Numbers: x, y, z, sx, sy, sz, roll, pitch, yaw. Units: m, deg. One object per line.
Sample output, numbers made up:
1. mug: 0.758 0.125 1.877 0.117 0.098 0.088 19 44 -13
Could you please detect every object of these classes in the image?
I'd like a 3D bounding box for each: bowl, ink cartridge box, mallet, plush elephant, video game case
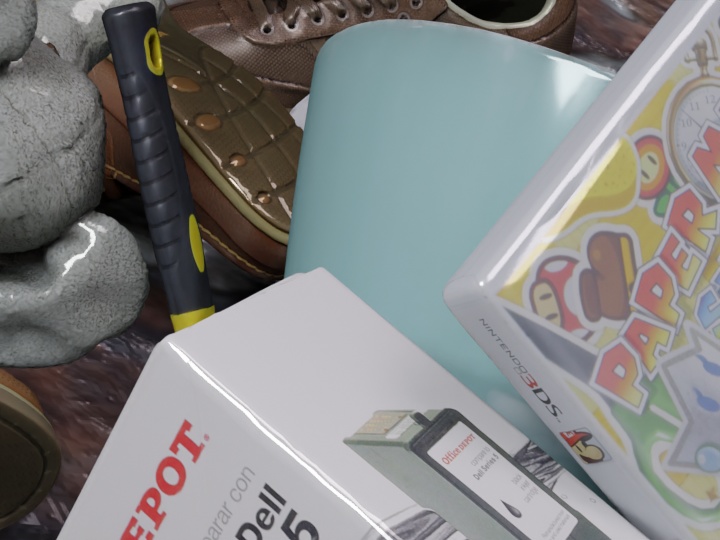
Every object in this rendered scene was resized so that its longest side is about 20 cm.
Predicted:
1. bowl: 0.053 0.021 0.832 0.200 0.106 0.201 26 -16 8
2. ink cartridge box: 0.011 0.120 0.704 0.200 0.146 0.084 39 30 17
3. mallet: -0.054 0.021 0.808 0.066 0.041 0.201 -32 109 -59
4. plush elephant: -0.134 -0.059 0.843 0.154 0.166 0.201 7 43 19
5. video game case: 0.136 0.005 0.746 0.182 0.023 0.200 49 60 -15

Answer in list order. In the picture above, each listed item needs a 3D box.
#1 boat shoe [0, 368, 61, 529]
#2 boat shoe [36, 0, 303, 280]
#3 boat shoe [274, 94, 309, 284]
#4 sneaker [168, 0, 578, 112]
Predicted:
1. boat shoe: -0.178 0.026 0.752 0.199 0.072 0.068 13 32 -33
2. boat shoe: -0.083 -0.056 1.004 0.072 0.068 0.200 4 34 -51
3. boat shoe: 0.000 0.000 0.996 0.072 0.068 0.201 54 14 -45
4. sneaker: -0.003 -0.108 1.132 0.199 0.076 0.071 -2 38 -23
